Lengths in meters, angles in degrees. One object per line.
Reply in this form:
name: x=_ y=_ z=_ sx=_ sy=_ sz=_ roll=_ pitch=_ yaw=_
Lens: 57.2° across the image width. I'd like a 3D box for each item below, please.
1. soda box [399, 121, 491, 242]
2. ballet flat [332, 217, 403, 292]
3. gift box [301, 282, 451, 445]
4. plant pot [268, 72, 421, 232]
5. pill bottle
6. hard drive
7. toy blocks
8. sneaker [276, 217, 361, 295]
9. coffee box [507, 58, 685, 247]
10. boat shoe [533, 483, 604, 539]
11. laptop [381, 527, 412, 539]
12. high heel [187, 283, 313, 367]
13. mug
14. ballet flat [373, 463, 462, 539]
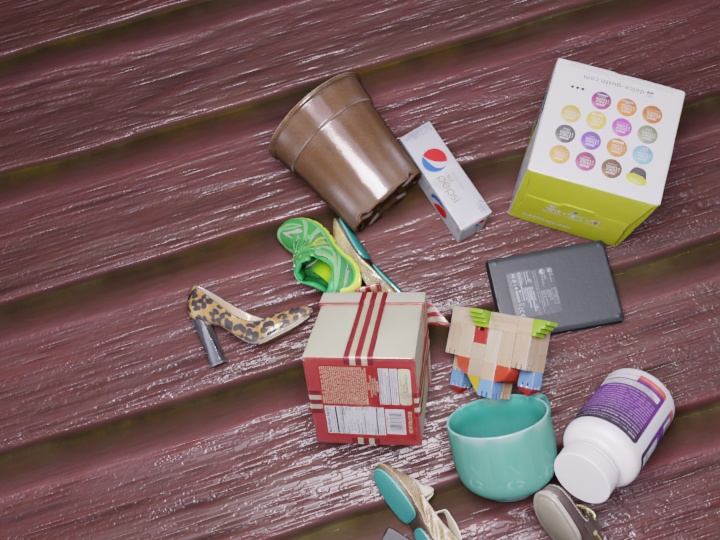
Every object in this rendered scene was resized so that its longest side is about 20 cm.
soda box: x=0.144 y=-0.153 z=1.142 sx=0.063 sy=0.068 sz=0.201 roll=-29 pitch=75 yaw=-6
ballet flat: x=0.000 y=0.000 z=1.110 sx=0.071 sy=0.071 sz=0.200 roll=-38 pitch=76 yaw=-8
gift box: x=0.032 y=0.142 z=0.984 sx=0.198 sy=0.186 sz=0.187 roll=3 pitch=31 yaw=8
plant pot: x=-0.015 y=-0.186 z=1.102 sx=0.200 sy=0.200 sz=0.199 roll=-39 pitch=83 yaw=-8
pill bottle: x=0.365 y=0.239 z=0.958 sx=0.111 sy=0.112 sz=0.200 roll=46 pitch=51 yaw=13
hard drive: x=0.321 y=0.034 z=1.099 sx=0.198 sy=0.033 sz=0.141 roll=-10 pitch=74 yaw=0
toy blocks: x=0.204 y=0.134 z=1.011 sx=0.199 sy=0.099 sz=0.138 roll=7 pitch=85 yaw=48
sneaker: x=-0.080 y=-0.026 z=1.082 sx=0.200 sy=0.083 sz=0.075 roll=40 pitch=121 yaw=36
coffee box: x=0.371 y=-0.181 z=1.071 sx=0.198 sy=0.200 sz=0.199 roll=17 pitch=76 yaw=8
boat shoe: x=0.313 y=0.375 z=0.950 sx=0.059 sy=0.072 sz=0.201 roll=-40 pitch=109 yaw=-24
laptop: x=0.069 y=0.508 z=0.940 sx=0.176 sy=0.103 sz=0.201 roll=28 pitch=77 yaw=9
high heel: x=-0.188 y=0.058 z=1.093 sx=0.199 sy=0.071 sz=0.143 roll=-24 pitch=81 yaw=5
mug: x=0.227 y=0.262 z=0.978 sx=0.184 sy=0.152 sz=0.115 roll=-14 pitch=99 yaw=-9
ballet flat: x=0.097 y=0.371 z=1.006 sx=0.065 sy=0.071 sz=0.201 roll=-25 pitch=73 yaw=-34
